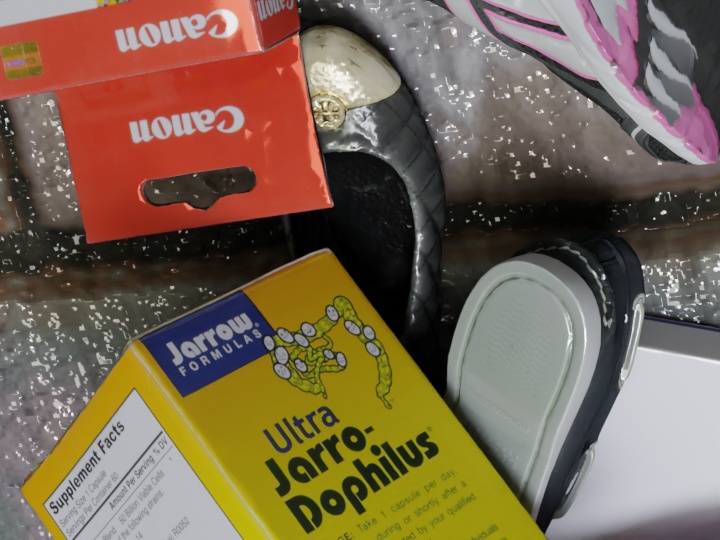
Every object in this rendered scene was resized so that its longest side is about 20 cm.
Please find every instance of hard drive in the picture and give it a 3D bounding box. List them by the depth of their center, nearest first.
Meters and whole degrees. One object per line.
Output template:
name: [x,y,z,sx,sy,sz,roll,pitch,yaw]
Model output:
hard drive: [0.102,0.108,0.901,0.131,0.025,0.201,10,122,8]

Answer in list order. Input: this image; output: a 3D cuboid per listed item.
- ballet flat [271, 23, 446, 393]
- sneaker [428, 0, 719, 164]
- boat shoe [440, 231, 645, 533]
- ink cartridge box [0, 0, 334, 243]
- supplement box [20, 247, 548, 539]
ballet flat: [0.000,0.000,0.841,0.066,0.057,0.201,1,119,16]
sneaker: [0.057,-0.114,0.762,0.200,0.080,0.086,45,151,-23]
boat shoe: [0.056,0.072,0.837,0.076,0.060,0.200,42,128,19]
ink cartridge box: [-0.084,-0.107,0.777,0.108,0.050,0.201,-8,103,18]
supplement box: [-0.013,0.113,0.794,0.200,0.109,0.109,53,135,11]
